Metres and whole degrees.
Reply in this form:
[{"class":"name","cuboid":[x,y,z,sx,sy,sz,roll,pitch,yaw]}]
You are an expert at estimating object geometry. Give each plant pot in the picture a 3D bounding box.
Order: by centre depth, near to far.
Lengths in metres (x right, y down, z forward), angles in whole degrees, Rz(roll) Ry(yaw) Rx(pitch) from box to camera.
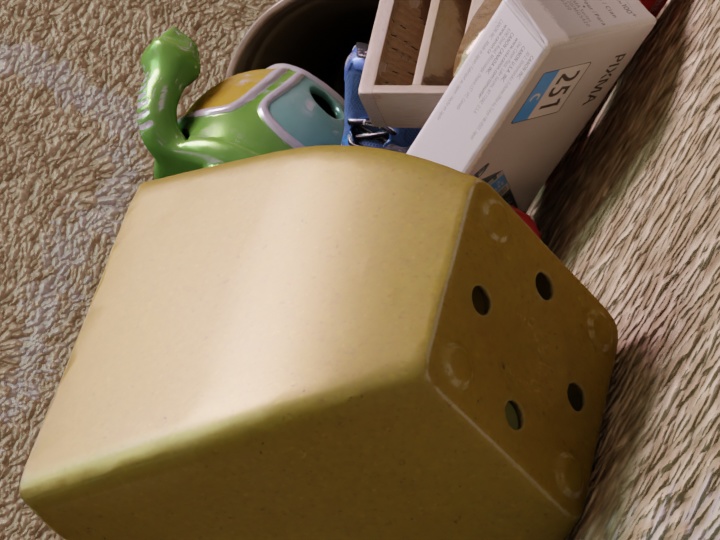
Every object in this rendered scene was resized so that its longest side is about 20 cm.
[{"class":"plant pot","cuboid":[0.002,0.058,1.036,0.199,0.195,0.195,-20,39,38]},{"class":"plant pot","cuboid":[0.010,-0.129,1.767,0.201,0.199,0.173,-60,-8,16]}]

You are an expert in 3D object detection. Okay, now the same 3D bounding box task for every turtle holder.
[{"class":"turtle holder","cuboid":[-0.082,-0.083,1.634,0.141,0.184,0.132,108,-172,-64]}]

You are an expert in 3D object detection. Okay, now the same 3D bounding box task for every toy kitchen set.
[{"class":"toy kitchen set","cuboid":[0.074,-0.216,1.363,0.200,0.162,0.182,61,-144,-54]}]

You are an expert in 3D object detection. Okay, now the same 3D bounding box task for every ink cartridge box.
[{"class":"ink cartridge box","cuboid":[0.106,-0.087,1.294,0.176,0.045,0.200,-18,-28,-42]}]

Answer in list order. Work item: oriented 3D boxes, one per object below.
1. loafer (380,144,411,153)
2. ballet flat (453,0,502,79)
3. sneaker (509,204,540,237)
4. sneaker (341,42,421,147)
[{"class":"loafer","cuboid":[0.000,0.000,1.429,0.070,0.068,0.201,-19,-31,-37]},{"class":"ballet flat","cuboid":[0.133,-0.168,1.331,0.200,0.068,0.072,-43,10,-25]},{"class":"sneaker","cuboid":[0.058,0.060,1.227,0.201,0.078,0.115,-61,26,-4]},{"class":"sneaker","cuboid":[0.018,-0.066,1.554,0.089,0.078,0.201,-49,-36,-37]}]
